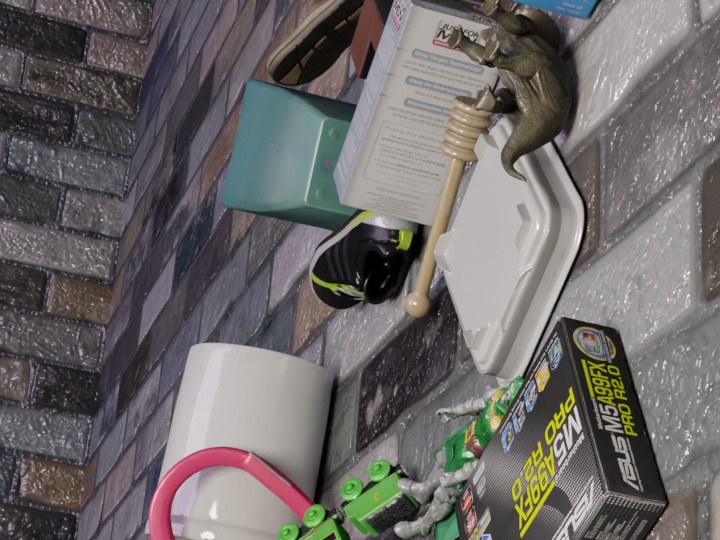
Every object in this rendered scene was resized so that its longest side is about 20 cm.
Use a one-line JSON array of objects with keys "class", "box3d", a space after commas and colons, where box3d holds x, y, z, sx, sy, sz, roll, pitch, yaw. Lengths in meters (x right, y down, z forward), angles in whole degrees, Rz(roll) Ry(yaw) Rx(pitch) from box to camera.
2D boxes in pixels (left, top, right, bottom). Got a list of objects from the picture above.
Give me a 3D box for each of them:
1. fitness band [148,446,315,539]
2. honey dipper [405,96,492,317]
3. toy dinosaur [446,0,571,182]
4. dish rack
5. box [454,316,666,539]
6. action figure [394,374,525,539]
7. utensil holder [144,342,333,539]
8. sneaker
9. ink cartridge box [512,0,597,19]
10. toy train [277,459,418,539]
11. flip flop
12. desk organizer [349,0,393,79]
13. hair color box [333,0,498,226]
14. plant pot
[{"class": "fitness band", "box3d": [-0.112, 0.260, 1.598, 0.144, 0.200, 0.037, -48, -2, 1]}, {"class": "honey dipper", "box3d": [0.074, -0.050, 1.441, 0.038, 0.038, 0.201, -117, 39, -66]}, {"class": "toy dinosaur", "box3d": [0.128, -0.150, 1.271, 0.077, 0.102, 0.201, -51, 37, 32]}, {"class": "dish rack", "box3d": [0.109, -0.022, 1.307, 0.200, 0.043, 0.172, -107, 33, -57]}, {"class": "box", "box3d": [0.127, 0.157, 1.112, 0.161, 0.044, 0.201, -96, 24, -48]}, {"class": "action figure", "box3d": [0.085, 0.139, 1.262, 0.200, 0.054, 0.119, 125, 155, -45]}, {"class": "utensil holder", "box3d": [-0.122, 0.191, 1.719, 0.170, 0.169, 0.201, 150, 132, -69]}, {"class": "sneaker", "box3d": [0.000, 0.000, 1.611, 0.200, 0.071, 0.083, 125, 151, -54]}, {"class": "ink cartridge box", "box3d": [0.177, -0.302, 1.232, 0.200, 0.067, 0.117, 119, 157, -46]}, {"class": "toy train", "box3d": [-0.036, 0.237, 1.437, 0.200, 0.042, 0.057, -36, 39, 7]}, {"class": "flip flop", "box3d": [-0.020, -0.269, 1.735, 0.200, 0.081, 0.058, -37, 51, 21]}, {"class": "desk organizer", "box3d": [0.043, -0.203, 1.616, 0.200, 0.071, 0.077, -105, 29, -58]}, {"class": "hair color box", "box3d": [0.054, -0.147, 1.483, 0.061, 0.098, 0.201, -104, 30, -58]}, {"class": "plant pot", "box3d": [-0.038, -0.111, 1.722, 0.200, 0.141, 0.142, -158, 81, -68]}]
